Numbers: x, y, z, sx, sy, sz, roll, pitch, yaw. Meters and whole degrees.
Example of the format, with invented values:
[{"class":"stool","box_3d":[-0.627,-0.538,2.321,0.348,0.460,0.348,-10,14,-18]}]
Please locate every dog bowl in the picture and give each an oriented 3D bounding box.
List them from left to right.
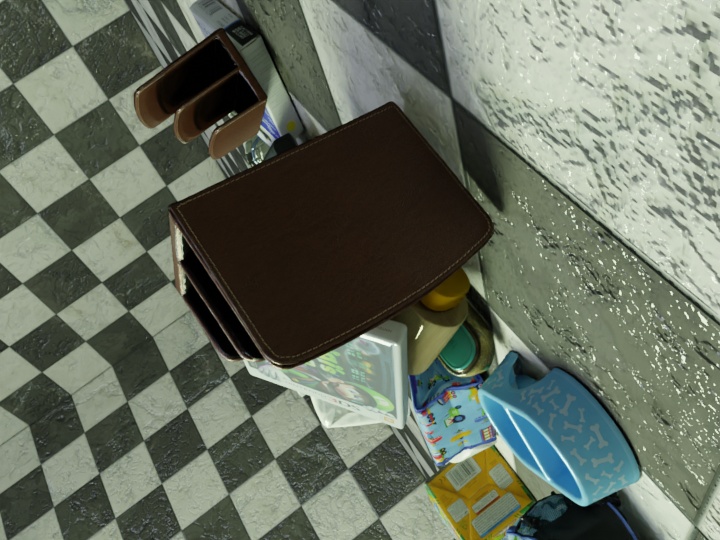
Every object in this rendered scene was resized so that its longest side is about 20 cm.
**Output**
[{"class":"dog bowl","box_3d":[0.166,0.141,0.635,0.113,0.049,0.200,58,172,-8]}]

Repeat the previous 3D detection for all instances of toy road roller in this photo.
[{"class":"toy road roller","box_3d":[-0.009,0.005,0.655,0.202,0.143,0.124,55,138,24]}]

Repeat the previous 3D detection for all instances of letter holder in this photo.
[{"class":"letter holder","box_3d":[-0.211,-0.206,0.933,0.102,0.141,0.200,54,170,-6]},{"class":"letter holder","box_3d":[-0.018,-0.007,0.520,0.143,0.197,0.101,50,152,19]}]

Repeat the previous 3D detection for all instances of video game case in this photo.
[{"class":"video game case","box_3d":[-0.041,0.077,0.657,0.177,0.024,0.202,17,151,14]}]

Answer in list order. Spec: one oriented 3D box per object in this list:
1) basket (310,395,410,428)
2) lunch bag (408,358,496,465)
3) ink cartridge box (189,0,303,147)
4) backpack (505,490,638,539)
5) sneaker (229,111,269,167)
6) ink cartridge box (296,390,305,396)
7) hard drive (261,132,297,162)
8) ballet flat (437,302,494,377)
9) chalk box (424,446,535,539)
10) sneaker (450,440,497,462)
[{"class":"basket","box_3d":[-0.009,0.102,0.981,0.125,0.131,0.204,-90,-11,-49]},{"class":"lunch bag","box_3d":[0.094,0.123,0.937,0.152,0.092,0.203,68,180,-47]},{"class":"ink cartridge box","box_3d":[-0.151,-0.263,0.996,0.198,0.047,0.202,46,168,44]},{"class":"backpack","box_3d":[0.213,0.318,0.694,0.185,0.145,0.200,56,175,14]},{"class":"sneaker","box_3d":[-0.175,-0.243,1.176,0.087,0.073,0.204,-114,2,-64]},{"class":"ink cartridge box","box_3d":[-0.033,0.026,0.847,0.148,0.198,0.086,49,170,39]},{"class":"hard drive","box_3d":[-0.093,-0.101,0.990,0.142,0.032,0.200,62,166,-5]},{"class":"ballet flat","box_3d":[0.072,0.026,0.737,0.202,0.070,0.071,55,172,29]},{"class":"chalk box","box_3d":[0.191,0.375,1.117,0.125,0.123,0.201,51,171,32]},{"class":"sneaker","box_3d":[0.140,0.221,1.043,0.200,0.074,0.091,143,104,-83]}]
